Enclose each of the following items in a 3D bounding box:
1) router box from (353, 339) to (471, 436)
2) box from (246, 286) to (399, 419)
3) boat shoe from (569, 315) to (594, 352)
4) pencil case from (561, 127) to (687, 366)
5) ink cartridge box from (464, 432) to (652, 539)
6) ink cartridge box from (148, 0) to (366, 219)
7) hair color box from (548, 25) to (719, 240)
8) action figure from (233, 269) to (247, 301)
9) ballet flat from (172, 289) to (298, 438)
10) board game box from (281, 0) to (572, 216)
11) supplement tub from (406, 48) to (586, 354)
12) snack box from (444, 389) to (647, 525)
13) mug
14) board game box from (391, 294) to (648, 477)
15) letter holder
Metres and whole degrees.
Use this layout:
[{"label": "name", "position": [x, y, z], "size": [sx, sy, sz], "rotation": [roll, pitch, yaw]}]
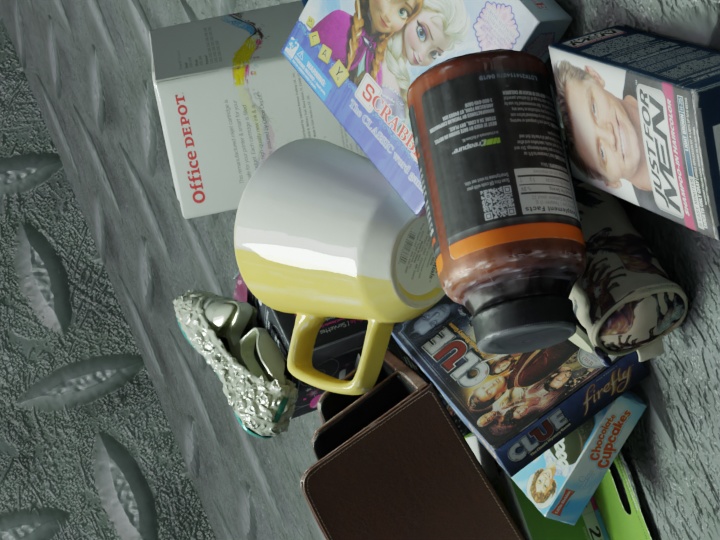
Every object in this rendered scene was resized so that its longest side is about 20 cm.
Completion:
[{"label": "router box", "position": [0.065, 0.119, 1.753], "size": [0.200, 0.150, 0.062], "rotation": [104, 145, -62]}, {"label": "box", "position": [0.006, 0.037, 1.767], "size": [0.132, 0.200, 0.115], "rotation": [97, 151, -58]}, {"label": "boat shoe", "position": [0.144, -0.002, 1.491], "size": [0.074, 0.063, 0.201], "rotation": [47, -178, -31]}, {"label": "pencil case", "position": [0.162, -0.024, 1.399], "size": [0.090, 0.078, 0.200], "rotation": [87, 158, -50]}, {"label": "ink cartridge box", "position": [0.166, 0.194, 1.631], "size": [0.200, 0.076, 0.148], "rotation": [143, 108, -75]}, {"label": "ink cartridge box", "position": [-0.092, -0.160, 1.825], "size": [0.146, 0.199, 0.147], "rotation": [-107, 7, -61]}, {"label": "hair color box", "position": [0.198, -0.094, 1.233], "size": [0.200, 0.060, 0.100], "rotation": [-145, 40, -66]}, {"label": "action figure", "position": [-0.064, 0.054, 2.275], "size": [0.200, 0.134, 0.149], "rotation": [25, 90, 52]}, {"label": "ballet flat", "position": [-0.106, 0.069, 1.722], "size": [0.200, 0.072, 0.072], "rotation": [54, 157, 41]}, {"label": "board game box", "position": [0.045, -0.181, 1.470], "size": [0.200, 0.041, 0.200], "rotation": [51, 129, 26]}, {"label": "supplement tub", "position": [0.098, -0.046, 1.329], "size": [0.107, 0.107, 0.201], "rotation": [120, 143, -69]}, {"label": "snack box", "position": [0.146, 0.107, 1.561], "size": [0.116, 0.037, 0.200], "rotation": [-61, 33, 13]}, {"label": "mug", "position": [0.005, -0.008, 1.570], "size": [0.153, 0.149, 0.187], "rotation": [15, 127, 44]}, {"label": "board game box", "position": [0.123, 0.065, 1.523], "size": [0.035, 0.135, 0.200], "rotation": [56, 175, -35]}, {"label": "letter holder", "position": [0.030, 0.194, 1.597], "size": [0.200, 0.142, 0.101], "rotation": [58, 171, -25]}]
